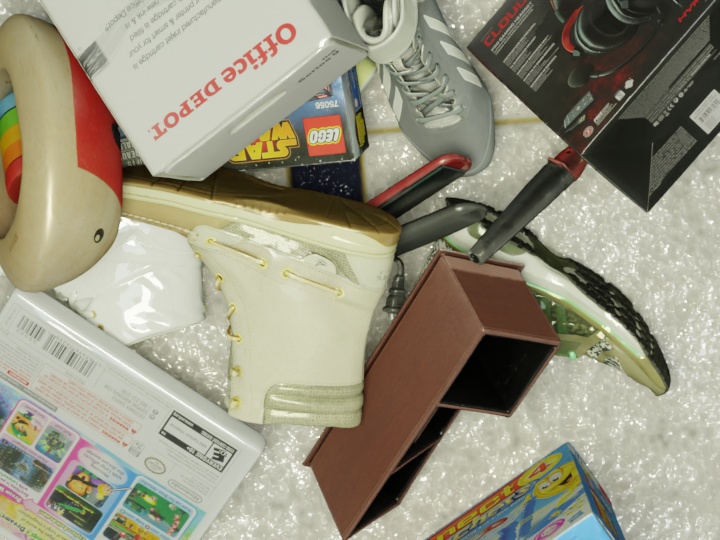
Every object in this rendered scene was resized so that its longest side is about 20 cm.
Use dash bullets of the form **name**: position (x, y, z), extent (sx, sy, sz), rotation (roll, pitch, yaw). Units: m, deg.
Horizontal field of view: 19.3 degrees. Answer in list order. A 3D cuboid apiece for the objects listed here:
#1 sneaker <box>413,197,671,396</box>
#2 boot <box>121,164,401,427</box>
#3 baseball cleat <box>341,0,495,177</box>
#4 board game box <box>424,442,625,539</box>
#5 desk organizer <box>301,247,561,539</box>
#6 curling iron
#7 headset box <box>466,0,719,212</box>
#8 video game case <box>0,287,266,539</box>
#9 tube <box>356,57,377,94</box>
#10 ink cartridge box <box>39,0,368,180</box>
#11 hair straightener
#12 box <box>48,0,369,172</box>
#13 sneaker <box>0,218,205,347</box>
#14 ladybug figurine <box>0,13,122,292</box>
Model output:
- **sneaker**: position (0.122, 0.034, 1.457), extent (0.200, 0.077, 0.089), rotation (35, 108, 3)
- **boot**: position (-0.082, 0.017, 1.395), extent (0.199, 0.072, 0.155), rotation (13, 111, 7)
- **baseball cleat**: position (0.029, -0.137, 1.386), extent (0.069, 0.107, 0.201), rotation (-18, 111, 22)
- **board game box**: position (0.081, 0.212, 1.415), extent (0.200, 0.196, 0.056), rotation (-35, 96, 5)
- **desk organizer**: position (0.046, 0.089, 1.410), extent (0.071, 0.077, 0.200), rotation (11, 125, -33)
- **curling iron**: position (0.141, -0.070, 1.407), extent (0.200, 0.050, 0.026), rotation (-38, 107, -23)
- **headset box**: position (0.168, -0.151, 1.370), extent (0.075, 0.200, 0.149), rotation (36, 100, -34)
- **video game case**: position (-0.191, 0.128, 1.461), extent (0.199, 0.024, 0.182), rotation (33, 119, -5)
- **tube**: position (-0.084, -0.172, 1.433), extent (0.200, 0.052, 0.058), rotation (35, 62, -1)
- **ink cartridge box**: position (-0.112, -0.176, 1.325), extent (0.146, 0.084, 0.201), rotation (-35, 79, 14)
- **hair straightener**: position (0.000, 0.000, 1.422), extent (0.199, 0.041, 0.077), rotation (-29, 70, 23)
- **box**: position (-0.102, -0.134, 1.407), extent (0.199, 0.040, 0.138), rotation (-4, 106, 18)
- **sneaker**: position (-0.203, 0.007, 1.448), extent (0.199, 0.074, 0.116), rotation (-5, 96, 0)
- **ladybug figurine**: position (-0.198, -0.078, 1.359), extent (0.072, 0.136, 0.201), rotation (2, 57, -25)
